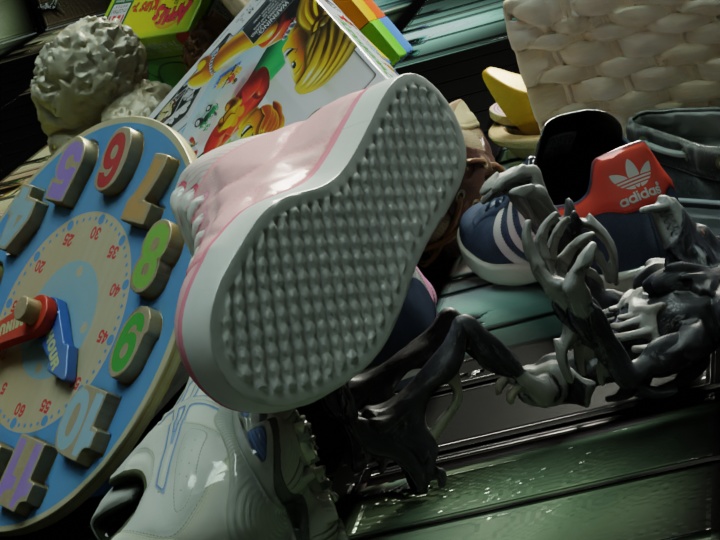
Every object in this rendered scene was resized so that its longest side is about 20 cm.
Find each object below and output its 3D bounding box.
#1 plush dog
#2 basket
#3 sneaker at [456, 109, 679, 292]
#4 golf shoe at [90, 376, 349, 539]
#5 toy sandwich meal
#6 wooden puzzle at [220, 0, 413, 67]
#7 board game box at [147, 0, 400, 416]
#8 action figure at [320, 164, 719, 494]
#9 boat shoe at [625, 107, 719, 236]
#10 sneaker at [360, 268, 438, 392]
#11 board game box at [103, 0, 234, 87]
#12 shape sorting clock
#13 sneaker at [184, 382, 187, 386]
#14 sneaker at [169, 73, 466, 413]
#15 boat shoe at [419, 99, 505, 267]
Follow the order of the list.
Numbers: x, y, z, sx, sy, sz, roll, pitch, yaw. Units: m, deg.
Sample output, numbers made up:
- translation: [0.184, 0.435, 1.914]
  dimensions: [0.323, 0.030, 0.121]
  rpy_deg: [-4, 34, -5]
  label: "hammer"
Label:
- translation: [-0.081, -0.051, 1.325]
  dimensions: [0.172, 0.200, 0.160]
  rpy_deg: [-20, 43, 31]
  label: "plush dog"
- translation: [0.191, -0.117, 1.239]
  dimensions: [0.200, 0.136, 0.123]
  rpy_deg: [-3, 23, 46]
  label: "basket"
- translation: [0.101, -0.039, 1.154]
  dimensions: [0.075, 0.085, 0.200]
  rpy_deg: [-22, 14, -21]
  label: "sneaker"
- translation: [-0.066, 0.072, 0.939]
  dimensions: [0.097, 0.078, 0.200]
  rpy_deg: [-23, 12, 0]
  label: "golf shoe"
- translation: [0.170, -0.129, 1.474]
  dimensions: [0.205, 0.070, 0.205]
  rpy_deg: [-16, 13, 4]
  label: "toy sandwich meal"
- translation: [-0.036, -0.157, 1.314]
  dimensions: [0.046, 0.200, 0.185]
  rpy_deg: [-44, 0, 15]
  label: "wooden puzzle"
- translation: [-0.068, -0.036, 1.084]
  dimensions: [0.200, 0.035, 0.126]
  rpy_deg: [-48, 39, 8]
  label: "board game box"
- translation: [0.079, 0.013, 0.936]
  dimensions: [0.200, 0.102, 0.119]
  rpy_deg: [-22, 12, -7]
  label: "action figure"
- translation: [0.201, -0.054, 1.118]
  dimensions: [0.200, 0.071, 0.072]
  rpy_deg: [-3, 19, 44]
  label: "boat shoe"
- translation: [0.000, 0.000, 1.127]
  dimensions: [0.070, 0.082, 0.200]
  rpy_deg: [-18, 13, -4]
  label: "sneaker"
- translation: [-0.054, -0.107, 1.419]
  dimensions: [0.102, 0.200, 0.048]
  rpy_deg: [-2, 60, 50]
  label: "board game box"
- translation: [-0.136, 0.022, 1.047]
  dimensions: [0.039, 0.200, 0.200]
  rpy_deg: [22, -13, -36]
  label: "shape sorting clock"
- translation: [-0.070, 0.006, 1.151]
  dimensions: [0.200, 0.071, 0.083]
  rpy_deg: [-47, 34, -8]
  label: "sneaker"
- translation: [-0.038, -0.002, 0.914]
  dimensions: [0.105, 0.075, 0.200]
  rpy_deg: [-18, 23, 35]
  label: "sneaker"
- translation: [0.041, -0.041, 1.269]
  dimensions: [0.072, 0.072, 0.200]
  rpy_deg: [-39, 0, 16]
  label: "boat shoe"
